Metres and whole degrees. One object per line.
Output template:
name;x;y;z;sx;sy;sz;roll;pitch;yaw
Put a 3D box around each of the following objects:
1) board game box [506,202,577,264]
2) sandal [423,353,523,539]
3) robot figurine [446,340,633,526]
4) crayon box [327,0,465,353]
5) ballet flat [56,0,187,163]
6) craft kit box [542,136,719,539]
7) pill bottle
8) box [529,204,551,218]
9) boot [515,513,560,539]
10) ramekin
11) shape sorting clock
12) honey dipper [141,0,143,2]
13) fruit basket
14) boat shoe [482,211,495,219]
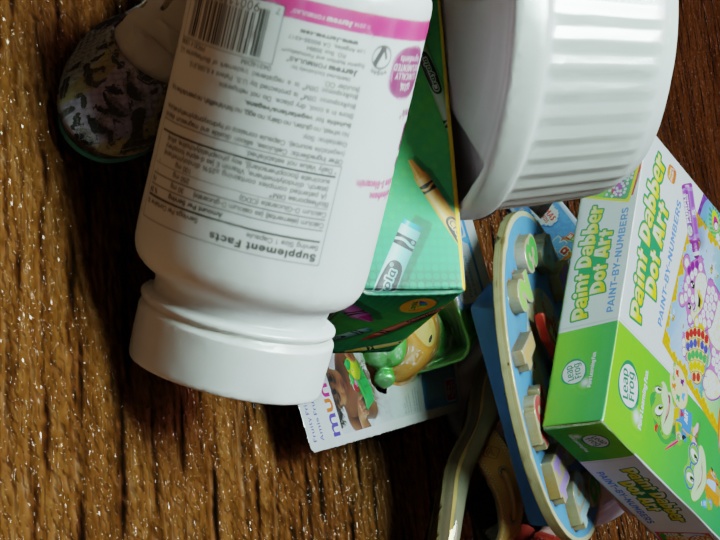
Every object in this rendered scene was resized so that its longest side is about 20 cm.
board game box;0.169;0.029;1.586;0.151;0.037;0.200;51;5;-38
sandal;0.074;0.130;1.413;0.080;0.054;0.200;101;8;-52
robot figurine;0.129;0.101;1.593;0.170;0.113;0.200;44;-4;41
crayon box;0.002;-0.068;1.238;0.119;0.058;0.200;135;-47;-66
ballet flat;-0.086;-0.122;1.188;0.200;0.072;0.072;-47;119;-54
craft kit box;0.185;0.049;1.431;0.197;0.048;0.200;40;51;-42
pill bottle;-0.042;-0.046;1.119;0.113;0.113;0.200;-21;126;-72
box;0.074;-0.139;1.485;0.200;0.122;0.048;44;57;7
boot;0.110;0.220;1.512;0.200;0.075;0.107;-58;126;-77
ramekin;0.089;-0.125;1.215;0.202;0.094;0.203;-179;-90;-74
shape sorting clock;0.115;0.063;1.414;0.200;0.039;0.200;-10;90;-69
honey dipper;-0.098;-0.086;1.234;0.038;0.038;0.200;33;41;-63
fruit basket;0.000;0.000;1.349;0.200;0.094;0.186;-5;78;-68
boat shoe;0.055;-0.069;1.597;0.057;0.067;0.200;59;14;11
